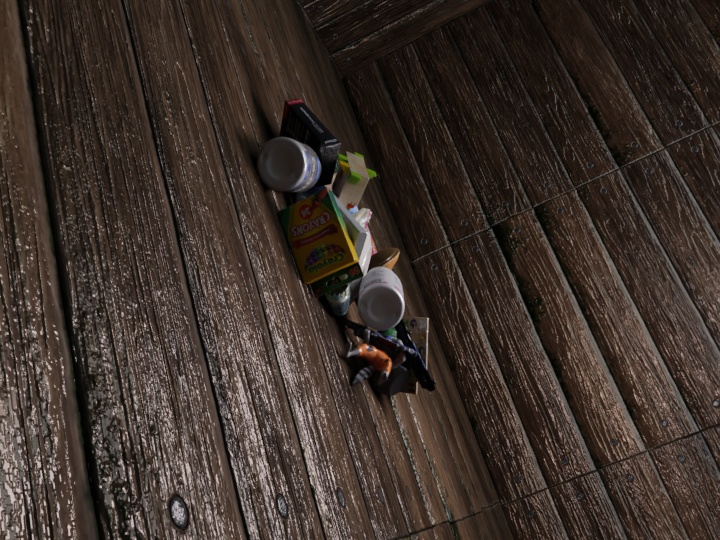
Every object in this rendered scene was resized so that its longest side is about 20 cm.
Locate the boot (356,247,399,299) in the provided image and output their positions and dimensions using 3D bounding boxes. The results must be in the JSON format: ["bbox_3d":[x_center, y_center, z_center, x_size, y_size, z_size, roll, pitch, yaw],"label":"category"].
[{"bbox_3d":[0.064,0.045,1.905,0.201,0.076,0.157,-52,135,-34],"label":"boot"}]

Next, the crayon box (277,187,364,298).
[{"bbox_3d":[-0.085,-0.058,1.419,0.203,0.125,0.051,67,11,8],"label":"crayon box"}]

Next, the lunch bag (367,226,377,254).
[{"bbox_3d":[0.003,-0.075,2.056,0.200,0.081,0.179,-17,85,-81],"label":"lunch bag"}]

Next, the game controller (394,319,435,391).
[{"bbox_3d":[0.135,0.206,1.635,0.105,0.041,0.202,-94,161,-60],"label":"game controller"}]

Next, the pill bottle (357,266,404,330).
[{"bbox_3d":[0.050,0.062,1.617,0.200,0.112,0.115,-83,148,-75],"label":"pill bottle"}]

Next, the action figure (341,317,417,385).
[{"bbox_3d":[0.019,0.192,1.526,0.197,0.106,0.193,25,11,20],"label":"action figure"}]

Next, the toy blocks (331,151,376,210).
[{"bbox_3d":[-0.035,-0.201,1.629,0.098,0.138,0.201,19,24,-15],"label":"toy blocks"}]

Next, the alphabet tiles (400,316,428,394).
[{"bbox_3d":[0.119,0.227,1.781,0.007,0.165,0.205,5,86,-42],"label":"alphabet tiles"}]

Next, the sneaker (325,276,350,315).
[{"bbox_3d":[-0.062,0.028,1.568,0.202,0.076,0.088,-95,177,-54],"label":"sneaker"}]

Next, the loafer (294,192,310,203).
[{"bbox_3d":[-0.123,-0.092,1.537,0.071,0.063,0.202,8,49,-41],"label":"loafer"}]

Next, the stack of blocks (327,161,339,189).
[{"bbox_3d":[-0.110,-0.286,1.789,0.200,0.058,0.117,135,-65,-77],"label":"stack of blocks"}]

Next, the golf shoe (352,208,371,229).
[{"bbox_3d":[-0.027,-0.117,1.660,0.201,0.090,0.076,-64,175,-63],"label":"golf shoe"}]

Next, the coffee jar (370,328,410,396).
[{"bbox_3d":[0.075,0.228,1.692,0.084,0.105,0.201,26,21,-11],"label":"coffee jar"}]

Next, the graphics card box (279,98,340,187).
[{"bbox_3d":[-0.130,-0.319,1.642,0.201,0.050,0.127,51,-38,31],"label":"graphics card box"}]

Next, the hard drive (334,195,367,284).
[{"bbox_3d":[-0.053,-0.079,1.519,0.201,0.026,0.134,52,-47,48],"label":"hard drive"}]

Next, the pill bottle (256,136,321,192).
[{"bbox_3d":[-0.153,-0.234,1.487,0.200,0.112,0.116,-33,99,-80],"label":"pill bottle"}]

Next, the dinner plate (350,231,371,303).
[{"bbox_3d":[0.000,0.000,1.690,0.200,0.024,0.204,16,89,-85],"label":"dinner plate"}]

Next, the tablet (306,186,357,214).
[{"bbox_3d":[-0.080,-0.151,1.683,0.199,0.014,0.132,30,51,-37],"label":"tablet"}]
